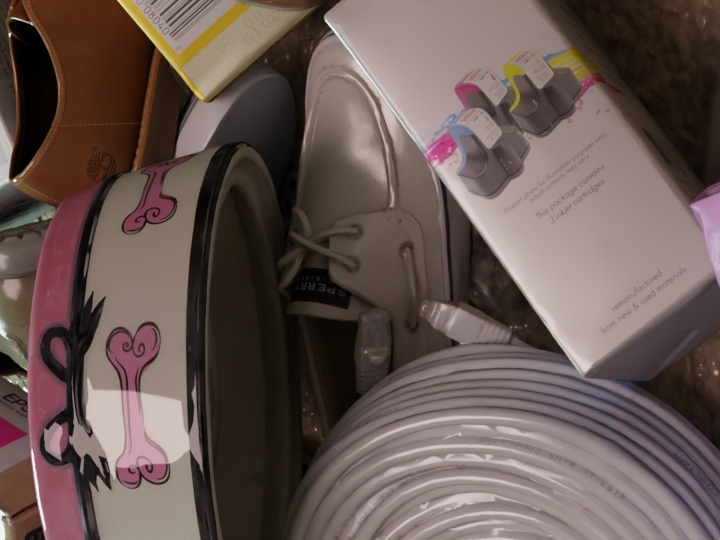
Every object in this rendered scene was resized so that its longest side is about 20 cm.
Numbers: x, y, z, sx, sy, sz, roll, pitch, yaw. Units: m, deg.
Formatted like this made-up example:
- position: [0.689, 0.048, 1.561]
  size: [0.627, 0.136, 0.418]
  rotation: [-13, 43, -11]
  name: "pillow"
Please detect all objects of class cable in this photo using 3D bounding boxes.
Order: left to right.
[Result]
- position: [0.064, 0.128, 0.868]
  size: [0.199, 0.069, 0.201]
  rotation: [19, 116, 12]
  name: "cable"

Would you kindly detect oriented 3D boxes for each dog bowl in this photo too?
- position: [-0.075, 0.050, 0.877]
  size: [0.073, 0.200, 0.202]
  rotation: [-2, 105, 8]
  name: "dog bowl"

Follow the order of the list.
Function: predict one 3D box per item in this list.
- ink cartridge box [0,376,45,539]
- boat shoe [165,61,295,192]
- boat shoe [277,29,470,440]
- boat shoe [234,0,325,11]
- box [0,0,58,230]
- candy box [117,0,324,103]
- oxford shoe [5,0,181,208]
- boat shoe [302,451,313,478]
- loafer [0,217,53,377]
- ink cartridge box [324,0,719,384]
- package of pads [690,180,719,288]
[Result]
- position: [-0.196, 0.124, 1.022]
  size: [0.199, 0.075, 0.166]
  rotation: [27, 127, 34]
  name: "ink cartridge box"
- position: [-0.087, -0.020, 0.999]
  size: [0.066, 0.070, 0.201]
  rotation: [39, 134, 24]
  name: "boat shoe"
- position: [0.000, 0.000, 0.919]
  size: [0.071, 0.070, 0.201]
  rotation: [6, 108, 40]
  name: "boat shoe"
- position: [-0.084, -0.174, 0.856]
  size: [0.200, 0.072, 0.076]
  rotation: [39, 92, 0]
  name: "boat shoe"
- position: [-0.198, -0.071, 1.052]
  size: [0.200, 0.101, 0.113]
  rotation: [-27, 85, 43]
  name: "box"
- position: [-0.089, -0.177, 0.906]
  size: [0.102, 0.026, 0.200]
  rotation: [-40, 91, 3]
  name: "candy box"
- position: [-0.114, -0.124, 0.946]
  size: [0.071, 0.071, 0.201]
  rotation: [-18, 65, 57]
  name: "oxford shoe"
- position: [-0.081, 0.112, 1.032]
  size: [0.199, 0.067, 0.072]
  rotation: [13, 110, 37]
  name: "boat shoe"
- position: [-0.159, 0.018, 0.993]
  size: [0.200, 0.075, 0.070]
  rotation: [176, 80, -75]
  name: "loafer"
- position: [0.060, -0.059, 0.806]
  size: [0.068, 0.115, 0.201]
  rotation: [-37, 76, 11]
  name: "ink cartridge box"
- position: [0.195, 0.045, 0.724]
  size: [0.075, 0.120, 0.201]
  rotation: [-23, 88, 41]
  name: "package of pads"
